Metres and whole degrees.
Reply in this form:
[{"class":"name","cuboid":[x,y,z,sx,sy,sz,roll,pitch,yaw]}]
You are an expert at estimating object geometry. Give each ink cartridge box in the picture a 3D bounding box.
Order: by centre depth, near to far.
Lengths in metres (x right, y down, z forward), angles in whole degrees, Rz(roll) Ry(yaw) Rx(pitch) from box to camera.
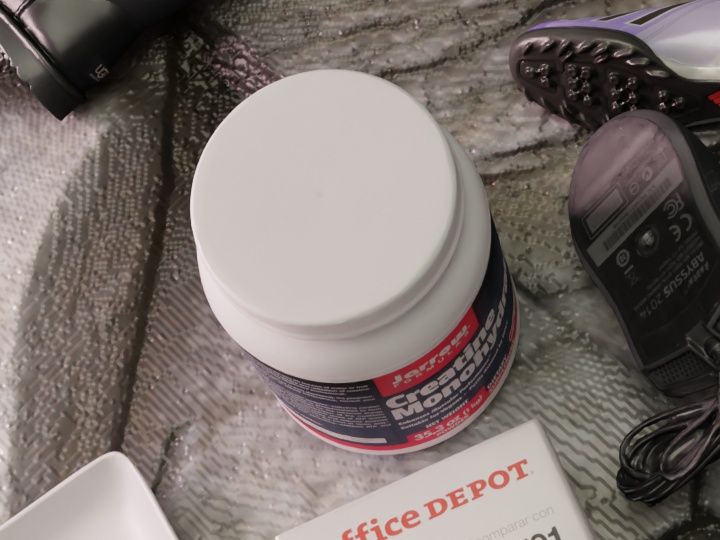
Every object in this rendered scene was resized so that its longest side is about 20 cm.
[{"class":"ink cartridge box","cuboid":[0.064,0.195,1.039,0.146,0.086,0.201,-25,70,2]}]

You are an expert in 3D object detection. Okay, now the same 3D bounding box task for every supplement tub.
[{"class":"supplement tub","cuboid":[0.000,0.000,1.059,0.139,0.200,0.142,-3,70,10]}]

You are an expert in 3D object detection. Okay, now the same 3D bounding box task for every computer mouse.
[{"class":"computer mouse","cuboid":[0.163,0.009,1.089,0.138,0.052,0.201,-44,47,34]}]

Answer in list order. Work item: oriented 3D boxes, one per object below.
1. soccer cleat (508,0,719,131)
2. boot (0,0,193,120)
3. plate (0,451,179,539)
[{"class":"soccer cleat","cuboid":[0.179,-0.115,1.149,0.198,0.069,0.074,3,47,16]},{"class":"boot","cuboid":[-0.165,-0.207,1.231,0.168,0.076,0.200,-41,75,-2]},{"class":"plate","cuboid":[-0.151,0.225,1.097,0.199,0.032,0.200,-34,67,-3]}]
